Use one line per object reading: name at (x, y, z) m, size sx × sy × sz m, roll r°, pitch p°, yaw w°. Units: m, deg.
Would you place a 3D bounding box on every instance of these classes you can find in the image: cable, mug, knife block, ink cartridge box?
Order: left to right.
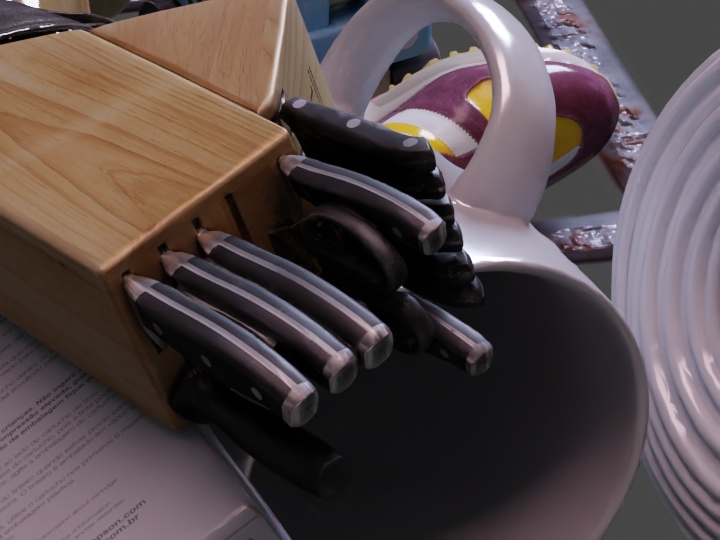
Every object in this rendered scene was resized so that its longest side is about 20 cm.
ink cartridge box at (-0.137, 0.087, 0.766) m, size 0.196 × 0.043 × 0.200 m, roll -38°, pitch 37°, yaw -2°
knife block at (-0.063, 0.000, 0.723) m, size 0.200 × 0.064 × 0.176 m, roll -10°, pitch 38°, yaw 14°
mug at (0.000, 0.000, 0.849) m, size 0.148 × 0.200 × 0.175 m, roll 14°, pitch 20°, yaw -34°
cable at (0.156, 0.014, 0.819) m, size 0.069 × 0.200 × 0.200 m, roll 2°, pitch -11°, yaw -32°

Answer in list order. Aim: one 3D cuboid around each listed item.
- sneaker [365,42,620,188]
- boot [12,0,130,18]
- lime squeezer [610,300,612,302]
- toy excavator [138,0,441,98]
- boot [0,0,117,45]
sneaker at (0.014, -0.026, 1.001) m, size 0.200 × 0.075 × 0.090 m, roll -15°, pitch 44°, yaw -8°
boot at (-0.130, -0.088, 1.061) m, size 0.066 × 0.175 × 0.200 m, roll -17°, pitch 59°, yaw 10°
lime squeezer at (0.137, -0.046, 0.970) m, size 0.038 × 0.071 × 0.200 m, roll 31°, pitch 65°, yaw -21°
toy excavator at (-0.019, -0.138, 1.040) m, size 0.100 × 0.200 × 0.194 m, roll -17°, pitch 37°, yaw -20°
boot at (-0.203, -0.074, 0.858) m, size 0.174 × 0.069 × 0.200 m, roll 26°, pitch 40°, yaw 35°
